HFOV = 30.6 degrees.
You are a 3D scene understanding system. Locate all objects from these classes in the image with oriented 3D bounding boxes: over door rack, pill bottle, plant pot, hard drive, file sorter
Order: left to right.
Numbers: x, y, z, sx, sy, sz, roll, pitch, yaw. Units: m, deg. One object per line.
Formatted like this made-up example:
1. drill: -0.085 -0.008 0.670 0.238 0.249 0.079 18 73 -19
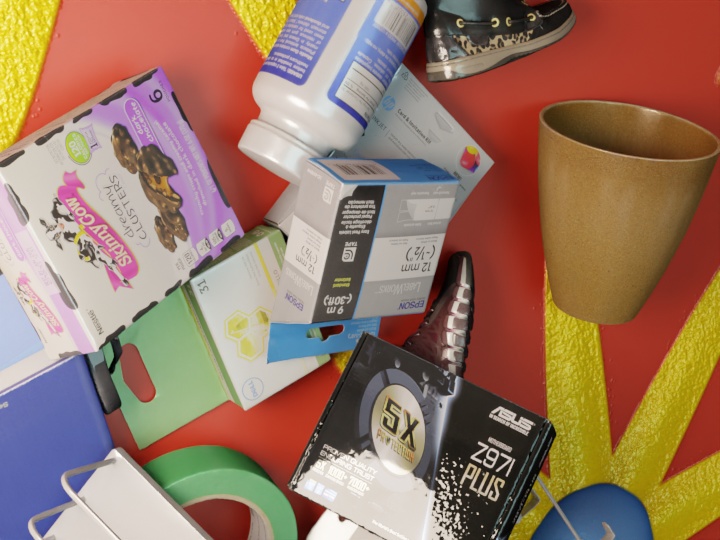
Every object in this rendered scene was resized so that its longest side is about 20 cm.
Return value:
1. hard drive: -0.281 0.163 1.146 0.131 0.025 0.201 -28 136 -21
2. file sorter: -0.240 0.277 1.111 0.139 0.124 0.201 41 99 12
3. pill bottle: -0.031 -0.181 1.205 0.112 0.112 0.201 31 86 -30
4. over door rack: 0.152 0.229 1.374 0.200 0.147 0.067 43 78 -28
5. plant pot: 0.262 -0.053 1.370 0.184 0.186 0.202 -6 116 -28

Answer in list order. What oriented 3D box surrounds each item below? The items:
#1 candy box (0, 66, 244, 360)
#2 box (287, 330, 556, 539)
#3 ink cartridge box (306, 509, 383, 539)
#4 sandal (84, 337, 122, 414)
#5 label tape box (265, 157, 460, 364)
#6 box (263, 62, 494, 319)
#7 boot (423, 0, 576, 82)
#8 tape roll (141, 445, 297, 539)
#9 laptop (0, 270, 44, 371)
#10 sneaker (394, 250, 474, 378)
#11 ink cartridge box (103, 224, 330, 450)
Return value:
1. candy box: -0.213 -0.050 1.102 0.200 0.071 0.169 -42 113 -43
2. box: 0.059 0.177 1.226 0.165 0.198 0.086 -62 163 -8
3. ink cartridge box: 0.052 0.287 1.344 0.200 0.125 0.129 40 81 -30
4. sandal: -0.239 0.033 1.153 0.042 0.076 0.202 -20 108 -23
5. label tape box: 0.000 0.000 1.213 0.142 0.066 0.202 -4 115 -40
6. box: 0.021 -0.079 1.296 0.156 0.041 0.201 41 81 -30
7. boot: 0.125 -0.280 1.287 0.199 0.073 0.152 -27 107 -32
8. tape roll: -0.158 0.266 1.247 0.198 0.048 0.203 -14 119 -26
9. laptop: -0.355 0.035 1.072 0.176 0.103 0.201 -34 141 -19
10. sneaker: 0.053 0.069 1.332 0.114 0.076 0.202 6 68 9
11. ink cartridge box: -0.141 0.066 1.236 0.199 0.048 0.147 -30 113 -22
